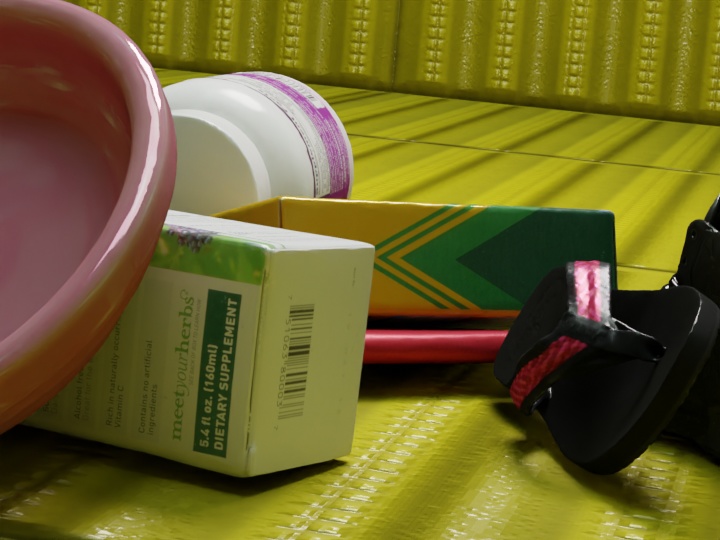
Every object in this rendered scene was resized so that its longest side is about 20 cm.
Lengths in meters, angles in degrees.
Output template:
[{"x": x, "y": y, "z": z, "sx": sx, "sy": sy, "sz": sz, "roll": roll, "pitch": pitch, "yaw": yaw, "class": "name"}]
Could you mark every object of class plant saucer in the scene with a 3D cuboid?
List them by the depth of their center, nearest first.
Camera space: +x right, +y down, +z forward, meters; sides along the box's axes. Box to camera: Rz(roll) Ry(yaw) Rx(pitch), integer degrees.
[{"x": -0.151, "y": -0.008, "z": 0.729, "sx": 0.199, "sy": 0.051, "sz": 0.202, "roll": -11, "pitch": 46, "yaw": 12, "class": "plant saucer"}]

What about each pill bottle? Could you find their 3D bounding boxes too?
[{"x": -0.072, "y": -0.045, "z": 1.144, "sx": 0.111, "sy": 0.114, "sz": 0.200, "roll": 6, "pitch": 8, "yaw": 9, "class": "pill bottle"}]

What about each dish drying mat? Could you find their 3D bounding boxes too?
[{"x": -0.024, "y": 0.033, "z": 0.932, "sx": 0.198, "sy": 0.018, "sz": 0.077, "roll": 1, "pitch": -1, "yaw": -29, "class": "dish drying mat"}]

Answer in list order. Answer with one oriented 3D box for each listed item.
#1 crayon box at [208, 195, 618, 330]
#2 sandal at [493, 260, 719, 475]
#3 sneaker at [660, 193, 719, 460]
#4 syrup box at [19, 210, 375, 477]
[{"x": 0.000, "y": 0.000, "z": 0.990, "sx": 0.198, "sy": 0.052, "sz": 0.125, "roll": 1, "pitch": -5, "yaw": -27, "class": "crayon box"}, {"x": 0.079, "y": 0.028, "z": 0.837, "sx": 0.045, "sy": 0.075, "sz": 0.200, "roll": 34, "pitch": -3, "yaw": -14, "class": "sandal"}, {"x": 0.144, "y": 0.017, "z": 0.866, "sx": 0.060, "sy": 0.105, "sz": 0.199, "roll": -1, "pitch": 10, "yaw": -32, "class": "sneaker"}, {"x": -0.101, "y": 0.015, "z": 0.801, "sx": 0.198, "sy": 0.080, "sz": 0.081, "roll": 10, "pitch": 6, "yaw": 27, "class": "syrup box"}]
